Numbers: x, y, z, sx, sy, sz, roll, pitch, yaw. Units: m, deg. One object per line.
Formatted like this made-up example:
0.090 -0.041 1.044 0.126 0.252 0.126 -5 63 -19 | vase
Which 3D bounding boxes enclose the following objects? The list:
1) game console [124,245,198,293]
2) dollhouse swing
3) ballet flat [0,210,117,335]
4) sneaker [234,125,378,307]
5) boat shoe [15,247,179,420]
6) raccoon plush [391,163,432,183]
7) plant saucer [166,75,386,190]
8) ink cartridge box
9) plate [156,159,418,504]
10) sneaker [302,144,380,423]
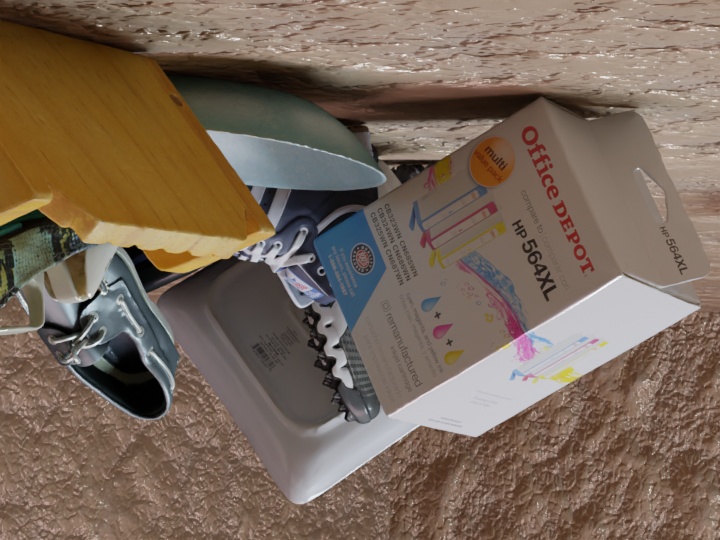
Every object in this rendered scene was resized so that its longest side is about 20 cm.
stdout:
-0.172 -0.043 1.757 0.175 0.117 0.200 -23 -174 21 | game console
-0.193 -0.028 1.277 0.176 0.182 0.200 -45 156 20 | dollhouse swing
-0.187 -0.004 1.448 0.074 0.075 0.200 -2 -163 40 | ballet flat
-0.073 -0.022 1.604 0.199 0.109 0.070 -13 -179 -24 | sneaker
-0.171 0.034 1.621 0.072 0.062 0.200 -20 147 12 | boat shoe
0.001 -0.034 1.920 0.198 0.098 0.134 0 -176 10 | raccoon plush
-0.081 -0.083 1.458 0.199 0.039 0.201 8 174 1 | plant saucer
0.099 -0.006 1.532 0.199 0.129 0.125 -33 157 22 | ink cartridge box
-0.017 0.033 1.756 0.199 0.200 0.032 -33 152 -8 | plate
0.000 0.000 1.692 0.090 0.201 0.066 -13 172 -5 | sneaker
